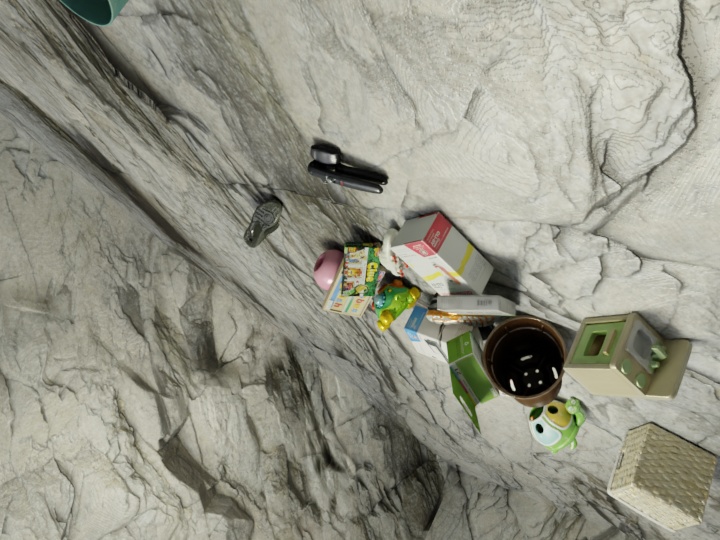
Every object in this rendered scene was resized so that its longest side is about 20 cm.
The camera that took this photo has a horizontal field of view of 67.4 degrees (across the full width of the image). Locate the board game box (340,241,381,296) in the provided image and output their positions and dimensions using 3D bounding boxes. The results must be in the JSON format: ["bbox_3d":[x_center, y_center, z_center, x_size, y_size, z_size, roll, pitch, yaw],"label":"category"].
[{"bbox_3d":[0.000,0.000,1.509,0.101,0.024,0.203,-3,137,-7],"label":"board game box"}]

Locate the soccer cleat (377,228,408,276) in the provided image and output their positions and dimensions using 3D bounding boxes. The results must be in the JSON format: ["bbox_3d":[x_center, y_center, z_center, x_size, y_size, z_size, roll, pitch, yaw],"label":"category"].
[{"bbox_3d":[0.074,-0.047,1.392,0.076,0.070,0.201,27,161,23],"label":"soccer cleat"}]

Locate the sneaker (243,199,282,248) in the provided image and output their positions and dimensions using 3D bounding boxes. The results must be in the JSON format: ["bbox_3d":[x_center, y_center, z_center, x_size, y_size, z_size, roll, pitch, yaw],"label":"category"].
[{"bbox_3d":[-0.286,-0.165,1.673,0.076,0.115,0.200,37,132,-3],"label":"sneaker"}]

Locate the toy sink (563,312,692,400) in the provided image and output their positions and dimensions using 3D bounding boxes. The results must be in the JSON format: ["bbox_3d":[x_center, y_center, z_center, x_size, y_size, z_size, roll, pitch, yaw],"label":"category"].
[{"bbox_3d":[0.535,0.172,1.097,0.111,0.132,0.199,38,160,-14],"label":"toy sink"}]

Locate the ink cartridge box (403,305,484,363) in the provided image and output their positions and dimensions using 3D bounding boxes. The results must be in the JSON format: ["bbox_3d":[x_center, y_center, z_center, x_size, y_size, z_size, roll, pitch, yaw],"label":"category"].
[{"bbox_3d":[0.239,0.194,1.526,0.196,0.085,0.146,16,153,36],"label":"ink cartridge box"}]

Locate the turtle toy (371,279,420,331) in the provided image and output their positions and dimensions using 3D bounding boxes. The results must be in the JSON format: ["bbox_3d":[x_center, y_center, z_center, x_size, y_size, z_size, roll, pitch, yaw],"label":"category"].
[{"bbox_3d":[0.089,0.097,1.612,0.102,0.145,0.201,49,162,10],"label":"turtle toy"}]

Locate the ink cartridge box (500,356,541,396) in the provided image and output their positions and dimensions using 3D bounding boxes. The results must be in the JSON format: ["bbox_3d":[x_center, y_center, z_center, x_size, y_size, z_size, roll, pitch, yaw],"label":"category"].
[{"bbox_3d":[0.433,0.304,1.605,0.145,0.085,0.199,40,158,-19],"label":"ink cartridge box"}]

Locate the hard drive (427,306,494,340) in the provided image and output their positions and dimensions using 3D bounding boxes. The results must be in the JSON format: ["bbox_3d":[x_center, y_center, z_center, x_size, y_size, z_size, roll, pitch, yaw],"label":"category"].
[{"bbox_3d":[0.283,0.153,1.554,0.134,0.043,0.198,42,158,-20],"label":"hard drive"}]

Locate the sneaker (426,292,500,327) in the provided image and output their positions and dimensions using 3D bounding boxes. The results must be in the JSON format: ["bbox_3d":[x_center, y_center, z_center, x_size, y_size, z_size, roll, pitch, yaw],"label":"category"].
[{"bbox_3d":[0.271,0.099,1.418,0.194,0.079,0.079,4,155,19],"label":"sneaker"}]

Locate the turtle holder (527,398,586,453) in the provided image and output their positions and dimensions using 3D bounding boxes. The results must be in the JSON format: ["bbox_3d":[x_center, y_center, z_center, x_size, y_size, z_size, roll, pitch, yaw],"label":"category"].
[{"bbox_3d":[0.595,0.466,1.643,0.130,0.143,0.185,35,161,-6],"label":"turtle holder"}]

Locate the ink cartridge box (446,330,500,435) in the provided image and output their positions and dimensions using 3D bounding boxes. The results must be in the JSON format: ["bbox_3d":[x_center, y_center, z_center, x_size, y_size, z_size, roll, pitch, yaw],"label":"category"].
[{"bbox_3d":[0.280,0.272,1.324,0.074,0.201,0.149,-28,112,17],"label":"ink cartridge box"}]

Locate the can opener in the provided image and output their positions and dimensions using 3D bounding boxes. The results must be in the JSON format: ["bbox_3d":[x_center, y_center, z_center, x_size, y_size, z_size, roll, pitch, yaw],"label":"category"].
[{"bbox_3d":[-0.033,-0.211,1.189,0.196,0.064,0.079,26,158,20],"label":"can opener"}]

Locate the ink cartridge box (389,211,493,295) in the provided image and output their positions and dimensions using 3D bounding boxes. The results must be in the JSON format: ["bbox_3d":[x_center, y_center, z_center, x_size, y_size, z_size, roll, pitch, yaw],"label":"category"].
[{"bbox_3d":[0.186,-0.028,1.237,0.199,0.085,0.144,40,159,-19],"label":"ink cartridge box"}]

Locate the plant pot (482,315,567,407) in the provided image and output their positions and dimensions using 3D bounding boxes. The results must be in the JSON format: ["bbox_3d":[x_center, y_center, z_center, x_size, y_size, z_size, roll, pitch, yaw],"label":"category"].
[{"bbox_3d":[0.426,0.245,1.362,0.196,0.204,0.198,18,164,33],"label":"plant pot"}]

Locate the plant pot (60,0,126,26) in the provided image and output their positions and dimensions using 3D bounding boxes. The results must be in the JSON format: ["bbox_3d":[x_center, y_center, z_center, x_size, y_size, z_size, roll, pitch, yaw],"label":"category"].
[{"bbox_3d":[-0.450,-0.554,0.908,0.197,0.163,0.202,29,160,12],"label":"plant pot"}]

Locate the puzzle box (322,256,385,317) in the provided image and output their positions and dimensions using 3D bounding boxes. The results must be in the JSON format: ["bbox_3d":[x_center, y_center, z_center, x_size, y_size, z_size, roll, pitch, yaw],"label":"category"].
[{"bbox_3d":[-0.022,0.054,1.598,0.129,0.026,0.203,11,129,-19],"label":"puzzle box"}]

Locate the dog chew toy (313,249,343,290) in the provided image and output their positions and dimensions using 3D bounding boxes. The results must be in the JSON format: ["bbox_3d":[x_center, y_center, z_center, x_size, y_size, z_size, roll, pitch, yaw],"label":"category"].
[{"bbox_3d":[-0.047,0.025,1.661,0.198,0.127,0.124,33,161,-22],"label":"dog chew toy"}]

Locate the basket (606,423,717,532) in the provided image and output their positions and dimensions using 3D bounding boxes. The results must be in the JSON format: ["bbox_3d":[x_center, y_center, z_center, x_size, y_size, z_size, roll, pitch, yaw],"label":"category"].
[{"bbox_3d":[0.801,0.546,1.442,0.196,0.200,0.162,26,155,17],"label":"basket"}]

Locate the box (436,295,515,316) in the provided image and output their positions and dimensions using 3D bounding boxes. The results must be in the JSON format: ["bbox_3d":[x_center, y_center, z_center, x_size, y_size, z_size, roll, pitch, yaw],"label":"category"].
[{"bbox_3d":[0.273,0.082,1.254,0.140,0.038,0.199,-1,171,26],"label":"box"}]
